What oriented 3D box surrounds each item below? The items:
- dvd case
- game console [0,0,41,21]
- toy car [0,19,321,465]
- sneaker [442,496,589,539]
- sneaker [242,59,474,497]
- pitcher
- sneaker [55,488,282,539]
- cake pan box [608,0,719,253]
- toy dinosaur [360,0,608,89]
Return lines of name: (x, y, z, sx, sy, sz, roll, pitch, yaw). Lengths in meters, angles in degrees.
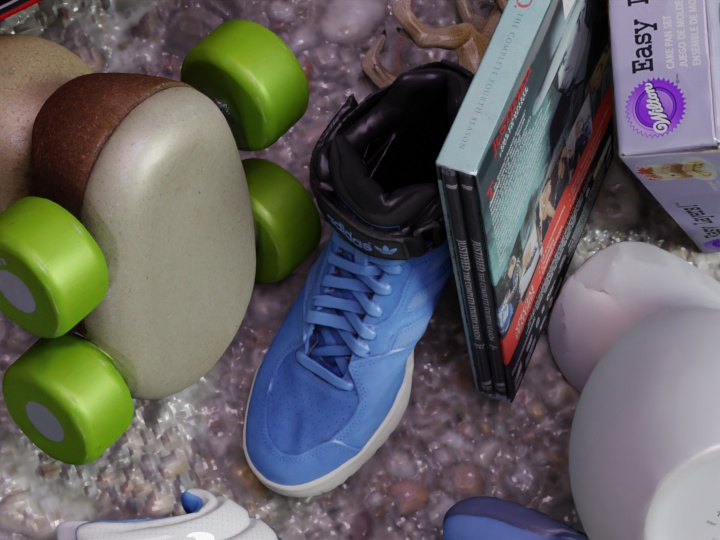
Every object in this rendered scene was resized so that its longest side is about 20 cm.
dvd case: (0.076, -0.049, 1.051, 0.022, 0.200, 0.146, 17, 65, 16)
game console: (-0.145, -0.196, 1.111, 0.199, 0.119, 0.173, -29, 79, -19)
toy car: (-0.145, -0.042, 1.069, 0.199, 0.158, 0.164, 27, 53, 27)
sneaker: (0.104, 0.181, 1.050, 0.200, 0.074, 0.082, 43, 71, 7)
sneaker: (-0.001, -0.001, 1.053, 0.077, 0.111, 0.200, 32, 83, 25)
pitcher: (0.169, 0.079, 1.042, 0.171, 0.200, 0.122, 23, 108, -10)
sneaker: (-0.104, 0.181, 1.014, 0.200, 0.081, 0.147, -36, 72, -16)
cake pan box: (0.156, -0.116, 1.097, 0.052, 0.200, 0.185, -5, 78, 18)
toy dinosaur: (0.055, -0.092, 1.145, 0.101, 0.058, 0.200, 33, 68, 1)
